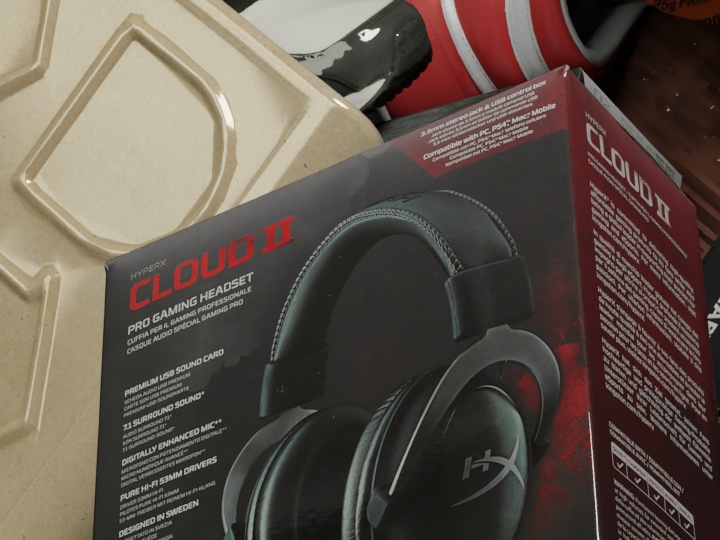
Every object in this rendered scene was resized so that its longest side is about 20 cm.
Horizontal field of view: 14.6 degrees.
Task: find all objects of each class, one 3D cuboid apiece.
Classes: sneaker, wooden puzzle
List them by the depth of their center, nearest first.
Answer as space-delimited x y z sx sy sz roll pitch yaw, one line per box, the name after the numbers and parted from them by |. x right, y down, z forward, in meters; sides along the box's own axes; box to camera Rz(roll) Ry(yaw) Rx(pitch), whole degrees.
-0.110 -0.020 0.873 0.200 0.046 0.186 39 97 23 | wooden puzzle
-0.069 -0.075 0.917 0.199 0.080 0.074 -2 20 32 | sneaker
0.043 -0.141 0.955 0.112 0.071 0.201 -16 67 32 | sneaker

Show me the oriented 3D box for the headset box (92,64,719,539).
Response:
0.011 0.053 0.706 0.148 0.077 0.201 -21 50 26 | headset box

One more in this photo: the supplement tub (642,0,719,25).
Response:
0.123 -0.182 0.887 0.122 0.123 0.201 -18 46 29 | supplement tub

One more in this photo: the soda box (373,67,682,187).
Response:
0.000 0.000 0.897 0.199 0.071 0.064 -13 53 32 | soda box

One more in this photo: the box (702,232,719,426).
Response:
0.200 -0.011 0.760 0.198 0.050 0.200 22 74 45 | box
